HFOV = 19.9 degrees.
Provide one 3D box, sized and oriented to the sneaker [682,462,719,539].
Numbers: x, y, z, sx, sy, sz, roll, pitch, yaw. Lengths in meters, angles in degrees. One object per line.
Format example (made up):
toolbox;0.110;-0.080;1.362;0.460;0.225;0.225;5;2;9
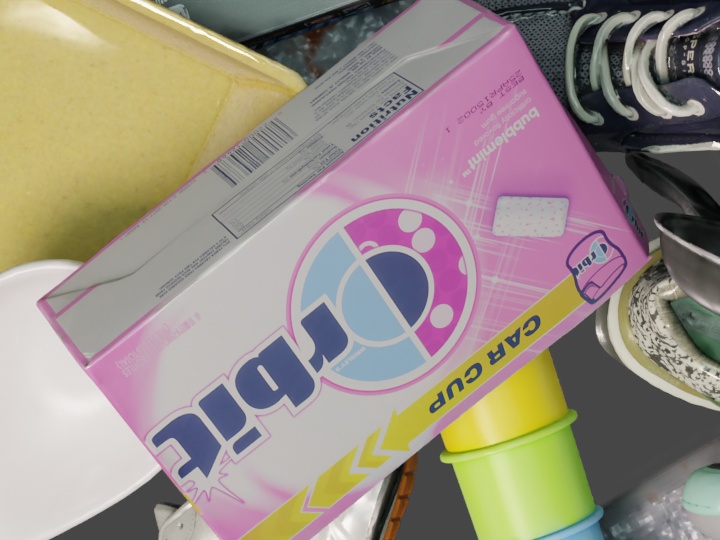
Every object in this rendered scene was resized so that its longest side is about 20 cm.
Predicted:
sneaker;0.199;0.165;0.785;0.199;0.078;0.140;23;93;6

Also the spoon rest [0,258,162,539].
spoon rest;-0.140;0.078;0.795;0.099;0.061;0.200;34;116;-12

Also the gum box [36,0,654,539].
gum box;0.000;0.000;0.741;0.200;0.066;0.114;-39;121;-6

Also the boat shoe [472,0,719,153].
boat shoe;0.107;-0.082;0.779;0.199;0.093;0.075;-3;91;6

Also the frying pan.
frying pan;0.128;-0.006;0.726;0.190;0.115;0.031;28;105;43

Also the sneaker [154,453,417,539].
sneaker;-0.048;0.137;0.821;0.092;0.076;0.201;20;86;13

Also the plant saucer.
plant saucer;-0.144;-0.043;0.794;0.199;0.049;0.200;26;118;-7

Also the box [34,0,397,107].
box;-0.065;-0.186;0.819;0.199;0.050;0.199;-17;89;7

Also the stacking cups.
stacking cups;0.080;0.119;0.811;0.060;0.061;0.201;-20;93;6

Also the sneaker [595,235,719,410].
sneaker;0.185;0.044;0.777;0.199;0.089;0.077;18;93;5
